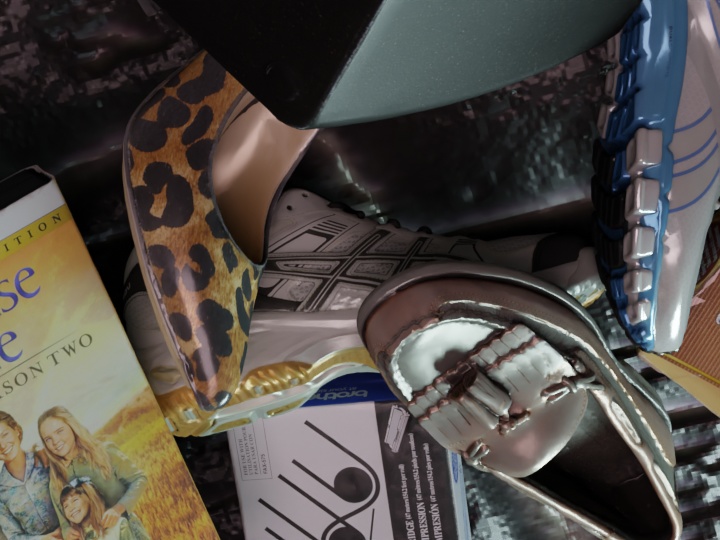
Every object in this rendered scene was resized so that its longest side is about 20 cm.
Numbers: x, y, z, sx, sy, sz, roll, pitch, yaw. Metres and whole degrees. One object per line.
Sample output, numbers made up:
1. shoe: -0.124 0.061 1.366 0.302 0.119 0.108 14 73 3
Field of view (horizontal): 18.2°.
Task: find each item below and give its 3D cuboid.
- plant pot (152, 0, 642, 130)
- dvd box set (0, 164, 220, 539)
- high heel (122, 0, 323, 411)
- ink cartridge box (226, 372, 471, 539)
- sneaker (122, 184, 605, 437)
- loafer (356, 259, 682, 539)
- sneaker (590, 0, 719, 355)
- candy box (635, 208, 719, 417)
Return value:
1. plant pot: 0.009 -0.164 0.718 0.199 0.177 0.200 43 137 8
2. dvd box set: -0.139 0.082 0.836 0.146 0.029 0.201 -31 116 -20
3. high heel: -0.015 -0.053 0.843 0.142 0.071 0.201 -9 72 13
4. ink cartridge box: 0.004 0.140 0.975 0.093 0.044 0.201 -5 111 9
5. sneaker: 0.000 0.000 0.904 0.199 0.076 0.088 -12 71 -9
6. loafer: 0.073 0.057 0.871 0.072 0.063 0.200 -34 144 19
7. sneaker: 0.136 -0.066 0.856 0.086 0.075 0.202 2 98 -9
8. candy box: 0.215 -0.012 0.890 0.116 0.057 0.200 37 109 -10
